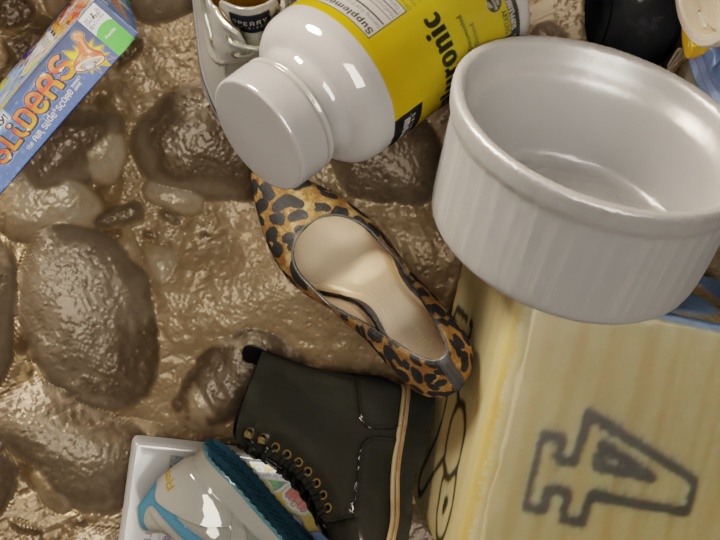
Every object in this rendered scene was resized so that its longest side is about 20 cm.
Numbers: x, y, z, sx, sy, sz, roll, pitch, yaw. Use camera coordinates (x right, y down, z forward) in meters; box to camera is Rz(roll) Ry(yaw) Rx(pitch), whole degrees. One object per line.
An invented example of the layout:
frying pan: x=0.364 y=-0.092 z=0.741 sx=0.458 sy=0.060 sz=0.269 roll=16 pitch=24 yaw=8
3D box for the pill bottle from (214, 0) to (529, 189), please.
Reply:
pill bottle: x=0.006 y=-0.139 z=1.329 sx=0.200 sy=0.111 sz=0.111 roll=-38 pitch=106 yaw=-26

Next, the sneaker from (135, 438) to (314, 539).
sneaker: x=-0.071 y=0.214 z=1.434 sx=0.081 sy=0.077 sz=0.200 roll=-37 pitch=97 yaw=9

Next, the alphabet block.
alphabet block: x=0.158 y=0.103 z=1.399 sx=0.196 sy=0.195 sz=0.200 roll=11 pitch=101 yaw=-8

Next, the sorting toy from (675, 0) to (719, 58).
sorting toy: x=0.299 y=-0.207 z=1.330 sx=0.180 sy=0.107 sz=0.200 roll=4 pitch=63 yaw=-9

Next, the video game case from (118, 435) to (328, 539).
video game case: x=-0.076 y=0.217 z=1.478 sx=0.200 sy=0.023 sz=0.182 roll=7 pitch=101 yaw=-9

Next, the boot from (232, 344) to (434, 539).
boot: x=-0.035 y=0.153 z=1.410 sx=0.138 sy=0.200 sz=0.077 roll=17 pitch=143 yaw=-6

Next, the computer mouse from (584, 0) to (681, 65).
computer mouse: x=0.175 y=-0.239 z=1.400 sx=0.140 sy=0.046 sz=0.200 roll=12 pitch=100 yaw=-11

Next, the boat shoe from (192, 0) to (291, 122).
boat shoe: x=-0.076 y=-0.167 z=1.370 sx=0.071 sy=0.070 sz=0.200 roll=-10 pitch=103 yaw=-6

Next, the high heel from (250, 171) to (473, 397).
high heel: x=0.000 y=0.000 z=1.371 sx=0.071 sy=0.143 sz=0.200 roll=-42 pitch=93 yaw=-6

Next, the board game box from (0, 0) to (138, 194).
board game box: x=-0.197 y=-0.120 z=1.297 sx=0.034 sy=0.200 sz=0.135 roll=40 pitch=94 yaw=-14

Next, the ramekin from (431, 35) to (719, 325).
ramekin: x=0.141 y=-0.055 z=1.300 sx=0.200 sy=0.201 sz=0.098 roll=12 pitch=125 yaw=-10

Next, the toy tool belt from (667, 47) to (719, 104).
toy tool belt: x=0.284 y=-0.092 z=1.361 sx=0.125 sy=0.200 sz=0.123 roll=-10 pitch=136 yaw=-31
